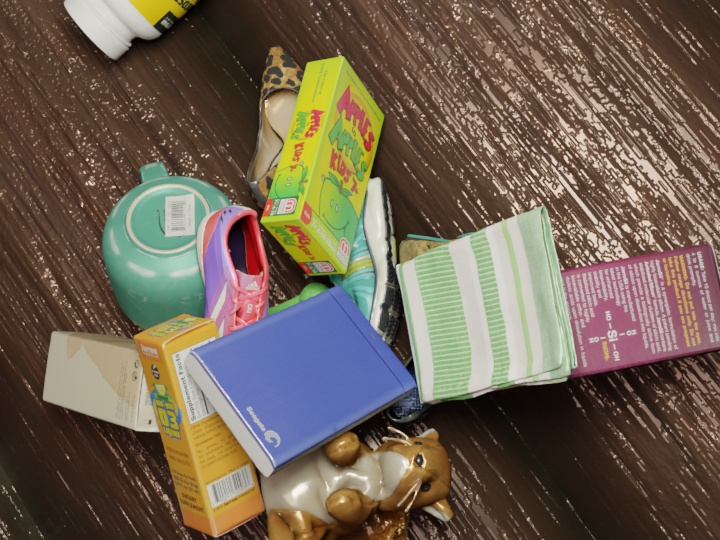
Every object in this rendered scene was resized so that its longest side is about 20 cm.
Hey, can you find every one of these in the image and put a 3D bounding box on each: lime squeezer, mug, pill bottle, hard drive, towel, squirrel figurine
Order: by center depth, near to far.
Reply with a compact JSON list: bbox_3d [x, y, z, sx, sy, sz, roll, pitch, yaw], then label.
[{"bbox_3d":[0.112,0.041,1.084,0.199,0.023,0.154,-21,76,50],"label":"towel"},{"bbox_3d":[-0.052,0.098,1.099,0.132,0.199,0.025,51,134,15],"label":"hard drive"},{"bbox_3d":[-0.001,0.219,1.161,0.185,0.201,0.143,-13,60,-2],"label":"squirrel figurine"},{"bbox_3d":[-0.208,-0.032,1.232,0.184,0.115,0.152,34,64,19],"label":"mug"},{"bbox_3d":[-0.032,0.055,1.252,0.198,0.038,0.071,19,87,12],"label":"lime squeezer"},{"bbox_3d":[-0.230,-0.334,1.298,0.200,0.112,0.113,-41,78,5],"label":"pill bottle"}]

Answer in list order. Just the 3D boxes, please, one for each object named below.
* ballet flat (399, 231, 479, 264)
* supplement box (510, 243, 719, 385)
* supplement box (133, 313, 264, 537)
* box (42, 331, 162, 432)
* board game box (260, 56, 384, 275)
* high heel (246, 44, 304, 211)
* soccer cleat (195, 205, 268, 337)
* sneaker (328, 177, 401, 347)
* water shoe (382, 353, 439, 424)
[{"bbox_3d":[0.102,-0.003,1.169,0.070,0.199,0.072,0,91,-32],"label":"ballet flat"},{"bbox_3d":[0.238,0.047,1.130,0.198,0.131,0.104,-10,83,-3],"label":"supplement box"},{"bbox_3d":[-0.154,0.147,1.113,0.066,0.068,0.202,4,109,52],"label":"supplement box"},{"bbox_3d":[-0.243,0.114,1.210,0.199,0.094,0.079,6,88,47],"label":"box"},{"bbox_3d":[-0.035,-0.108,1.196,0.047,0.102,0.202,-4,57,29],"label":"board game box"},{"bbox_3d":[-0.091,-0.156,1.231,0.071,0.142,0.202,-15,82,21],"label":"high heel"},{"bbox_3d":[-0.118,0.037,1.137,0.068,0.073,0.203,-4,84,-33],"label":"soccer cleat"},{"bbox_3d":[0.000,0.000,1.234,0.079,0.078,0.202,-9,68,11],"label":"sneaker"},{"bbox_3d":[0.098,0.080,1.196,0.071,0.079,0.201,36,90,2],"label":"water shoe"}]
